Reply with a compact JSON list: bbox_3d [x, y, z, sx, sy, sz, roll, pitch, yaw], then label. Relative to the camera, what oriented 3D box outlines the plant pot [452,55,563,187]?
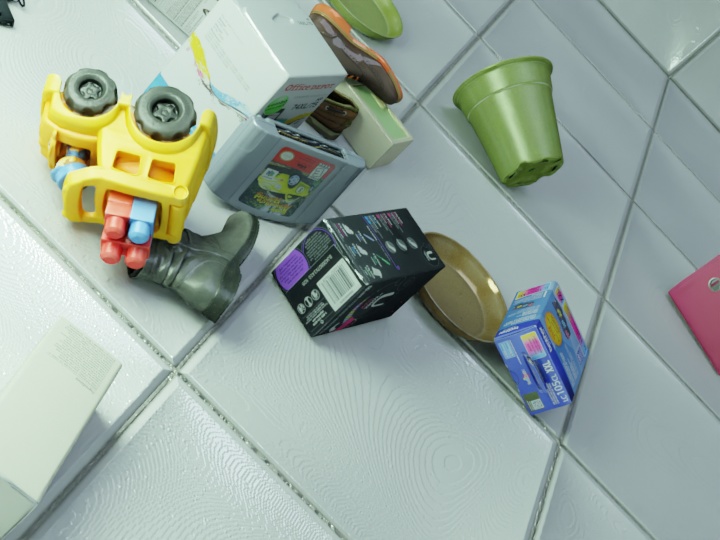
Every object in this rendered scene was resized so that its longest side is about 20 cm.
[{"bbox_3d":[0.294,-0.266,2.156,0.199,0.199,0.192,3,64,-50],"label":"plant pot"}]

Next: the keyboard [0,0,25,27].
[{"bbox_3d":[-0.478,-0.392,1.438,0.104,0.040,0.201,-1,57,-51],"label":"keyboard"}]

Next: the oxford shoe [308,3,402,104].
[{"bbox_3d":[-0.018,-0.322,1.815,0.200,0.071,0.073,42,69,-14],"label":"oxford shoe"}]

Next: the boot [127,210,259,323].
[{"bbox_3d":[-0.197,-0.036,1.377,0.130,0.068,0.201,33,32,-14],"label":"boot"}]

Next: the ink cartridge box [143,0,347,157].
[{"bbox_3d":[-0.152,-0.248,1.532,0.147,0.200,0.146,55,32,11],"label":"ink cartridge box"}]

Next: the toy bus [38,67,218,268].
[{"bbox_3d":[-0.273,-0.103,1.286,0.198,0.136,0.194,14,61,-7],"label":"toy bus"}]

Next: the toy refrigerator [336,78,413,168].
[{"bbox_3d":[-0.005,-0.267,1.867,0.201,0.070,0.076,54,32,10],"label":"toy refrigerator"}]

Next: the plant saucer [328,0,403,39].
[{"bbox_3d":[-0.003,-0.504,2.171,0.199,0.031,0.201,33,34,-26],"label":"plant saucer"}]

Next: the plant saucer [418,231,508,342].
[{"bbox_3d":[0.143,0.033,1.754,0.199,0.035,0.201,32,35,-26],"label":"plant saucer"}]

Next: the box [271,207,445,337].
[{"bbox_3d":[0.000,0.000,1.524,0.199,0.122,0.107,-12,64,-55],"label":"box"}]

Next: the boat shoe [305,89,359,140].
[{"bbox_3d":[-0.091,-0.286,1.780,0.199,0.068,0.072,31,36,-25],"label":"boat shoe"}]

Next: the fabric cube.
[{"bbox_3d":[0.788,0.074,2.370,0.199,0.196,0.201,1,56,-52],"label":"fabric cube"}]

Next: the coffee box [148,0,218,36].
[{"bbox_3d":[-0.254,-0.427,1.720,0.200,0.080,0.115,41,32,-12],"label":"coffee box"}]

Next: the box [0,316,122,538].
[{"bbox_3d":[-0.296,0.137,1.050,0.082,0.068,0.201,41,32,-12],"label":"box"}]

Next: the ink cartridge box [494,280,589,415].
[{"bbox_3d":[0.273,0.122,1.748,0.137,0.076,0.200,62,30,-13],"label":"ink cartridge box"}]

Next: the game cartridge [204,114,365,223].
[{"bbox_3d":[-0.103,-0.125,1.523,0.199,0.133,0.041,16,43,-42],"label":"game cartridge"}]
